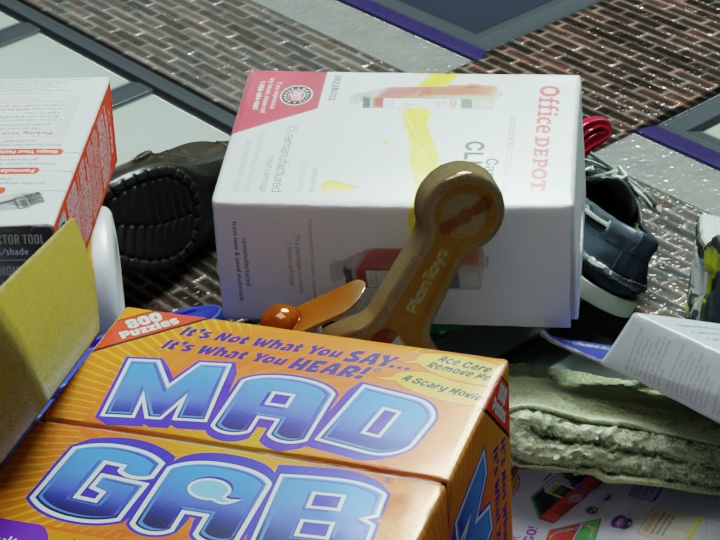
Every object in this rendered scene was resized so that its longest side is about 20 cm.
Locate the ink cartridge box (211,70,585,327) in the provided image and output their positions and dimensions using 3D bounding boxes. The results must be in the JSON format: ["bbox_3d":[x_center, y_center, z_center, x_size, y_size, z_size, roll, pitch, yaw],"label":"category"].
[{"bbox_3d":[0.027,-0.044,1.229,0.198,0.084,0.146,2,35,7],"label":"ink cartridge box"}]

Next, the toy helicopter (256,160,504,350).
[{"bbox_3d":[0.007,0.029,1.145,0.132,0.201,0.079,23,16,-19],"label":"toy helicopter"}]

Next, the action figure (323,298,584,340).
[{"bbox_3d":[0.027,0.030,1.362,0.199,0.055,0.118,-21,37,-25],"label":"action figure"}]

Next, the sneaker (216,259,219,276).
[{"bbox_3d":[0.000,0.000,1.320,0.199,0.067,0.090,18,55,30],"label":"sneaker"}]

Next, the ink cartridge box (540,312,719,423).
[{"bbox_3d":[0.231,0.062,1.181,0.199,0.041,0.199,26,11,39],"label":"ink cartridge box"}]

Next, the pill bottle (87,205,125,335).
[{"bbox_3d":[-0.247,0.025,1.347,0.198,0.113,0.112,-7,31,-5],"label":"pill bottle"}]

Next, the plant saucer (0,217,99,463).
[{"bbox_3d":[-0.190,0.082,1.006,0.048,0.200,0.200,37,11,-5],"label":"plant saucer"}]

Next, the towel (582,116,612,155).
[{"bbox_3d":[0.061,-0.058,1.435,0.144,0.023,0.200,-35,16,-26],"label":"towel"}]

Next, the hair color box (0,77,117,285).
[{"bbox_3d":[-0.214,-0.047,1.291,0.110,0.064,0.200,0,28,4],"label":"hair color box"}]

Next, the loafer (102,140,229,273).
[{"bbox_3d":[-0.139,-0.046,1.485,0.071,0.074,0.199,8,15,33],"label":"loafer"}]

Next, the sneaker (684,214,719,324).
[{"bbox_3d":[0.244,0.011,1.317,0.084,0.075,0.200,7,7,3],"label":"sneaker"}]

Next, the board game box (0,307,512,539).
[{"bbox_3d":[-0.049,0.164,1.008,0.198,0.201,0.200,7,33,18],"label":"board game box"}]

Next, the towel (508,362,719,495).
[{"bbox_3d":[0.159,0.086,1.198,0.198,0.037,0.148,7,9,-4],"label":"towel"}]

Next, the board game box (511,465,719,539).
[{"bbox_3d":[0.117,0.156,1.156,0.199,0.041,0.153,13,35,26],"label":"board game box"}]

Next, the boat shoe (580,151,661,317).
[{"bbox_3d":[0.154,-0.037,1.408,0.075,0.062,0.200,28,18,-8],"label":"boat shoe"}]

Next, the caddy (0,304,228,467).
[{"bbox_3d":[-0.131,0.100,1.220,0.199,0.106,0.141,-19,13,-10],"label":"caddy"}]
